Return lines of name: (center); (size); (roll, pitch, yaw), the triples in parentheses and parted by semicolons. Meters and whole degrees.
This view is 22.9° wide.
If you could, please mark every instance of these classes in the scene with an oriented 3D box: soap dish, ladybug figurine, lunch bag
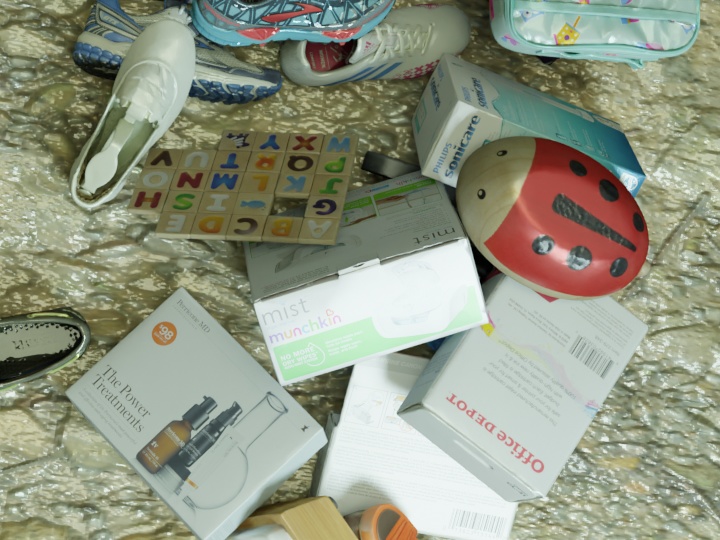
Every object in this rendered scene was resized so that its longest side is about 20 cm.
soap dish: (-0.038, 0.302, 1.665); (0.081, 0.157, 0.200); (-38, 97, -28)
ladybug figurine: (0.182, -0.048, 1.602); (0.200, 0.072, 0.136); (25, 79, -14)
lunch bag: (0.219, -0.267, 1.624); (0.200, 0.077, 0.161); (1, 88, -12)

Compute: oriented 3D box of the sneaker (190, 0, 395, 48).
sneaker: (-0.054, -0.258, 1.633); (0.200, 0.096, 0.079); (-12, 66, -15)

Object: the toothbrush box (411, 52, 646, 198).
toothbrush box: (0.158, -0.118, 1.711); (0.200, 0.146, 0.085); (21, 112, -13)

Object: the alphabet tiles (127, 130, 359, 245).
alphabet tiles: (-0.110, -0.081, 1.660); (0.200, 0.167, 0.008); (3, 130, 7)

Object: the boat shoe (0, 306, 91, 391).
boat shoe: (-0.348, 0.079, 1.642); (0.201, 0.060, 0.072); (-16, 92, -13)

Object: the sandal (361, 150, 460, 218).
sandal: (0.095, -0.068, 1.747); (0.200, 0.076, 0.043); (18, 91, -2)

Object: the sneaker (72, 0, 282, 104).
sneaker: (-0.167, -0.215, 1.687); (0.200, 0.077, 0.085); (13, 81, -13)

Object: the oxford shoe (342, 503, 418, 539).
oxford shoe: (0.042, 0.302, 1.723); (0.200, 0.073, 0.071); (56, 40, -25)

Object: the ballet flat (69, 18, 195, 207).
ballet flat: (-0.211, -0.136, 1.634); (0.069, 0.069, 0.200); (29, 112, -11)

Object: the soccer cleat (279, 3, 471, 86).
soccer cleat: (0.021, -0.217, 1.723); (0.200, 0.086, 0.070); (-14, 91, -13)

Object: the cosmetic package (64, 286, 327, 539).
cosmetic package: (-0.153, 0.136, 1.652); (0.151, 0.052, 0.200); (-43, 72, -13)

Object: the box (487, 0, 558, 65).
box: (0.173, -0.314, 1.730); (0.104, 0.148, 0.200); (-45, 97, -10)

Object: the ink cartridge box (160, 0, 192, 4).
ink cartridge box: (-0.183, -0.312, 1.692); (0.200, 0.059, 0.104); (5, 88, -13)

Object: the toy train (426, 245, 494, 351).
toy train: (0.150, 0.049, 1.749); (0.200, 0.087, 0.114); (28, 74, -10)

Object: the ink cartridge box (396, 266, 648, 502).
ink cartridge box: (0.150, 0.093, 1.650); (0.148, 0.086, 0.200); (38, 72, -6)

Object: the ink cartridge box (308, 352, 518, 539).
ink cartridge box: (0.067, 0.167, 1.720); (0.200, 0.045, 0.177); (12, 103, -13)

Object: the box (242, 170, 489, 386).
box: (0.000, 0.000, 1.635); (0.200, 0.177, 0.097); (-17, 116, -1)
